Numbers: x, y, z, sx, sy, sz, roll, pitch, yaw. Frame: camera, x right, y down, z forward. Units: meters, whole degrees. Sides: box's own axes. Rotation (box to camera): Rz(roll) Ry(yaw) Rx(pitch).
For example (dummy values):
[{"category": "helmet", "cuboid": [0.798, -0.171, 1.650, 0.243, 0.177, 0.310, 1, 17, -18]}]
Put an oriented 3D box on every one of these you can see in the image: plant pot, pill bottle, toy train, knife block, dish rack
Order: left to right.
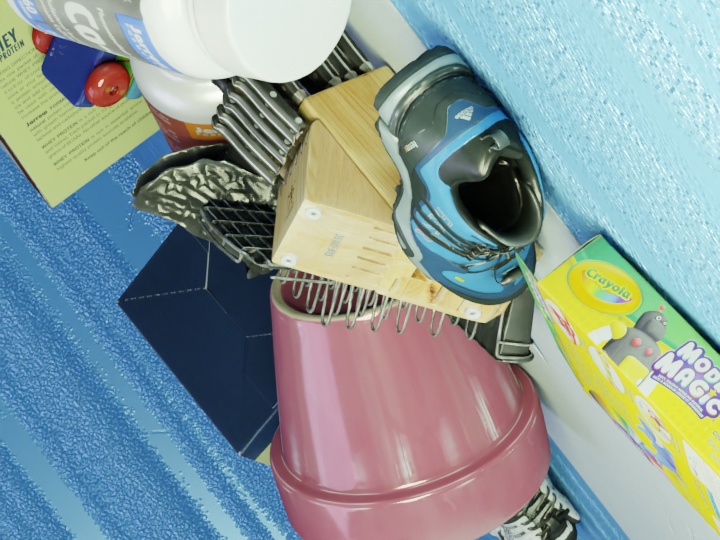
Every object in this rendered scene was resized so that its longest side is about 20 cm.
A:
[{"category": "toy train", "cuboid": [-0.137, -0.208, 1.768, 0.116, 0.200, 0.085, -3, -142, -48]}, {"category": "pill bottle", "cuboid": [-0.105, -0.171, 1.438, 0.200, 0.114, 0.114, 19, 151, 43]}, {"category": "pill bottle", "cuboid": [-0.093, -0.133, 1.724, 0.112, 0.112, 0.200, 50, 173, 24]}, {"category": "dish rack", "cuboid": [0.000, 0.000, 1.580, 0.200, 0.055, 0.153, 7, -166, -22]}, {"category": "knife block", "cuboid": [0.008, -0.075, 1.517, 0.200, 0.176, 0.064, 16, 141, -12]}, {"category": "plant pot", "cuboid": [0.020, 0.075, 1.789, 0.200, 0.200, 0.179, 42, 152, 59]}]

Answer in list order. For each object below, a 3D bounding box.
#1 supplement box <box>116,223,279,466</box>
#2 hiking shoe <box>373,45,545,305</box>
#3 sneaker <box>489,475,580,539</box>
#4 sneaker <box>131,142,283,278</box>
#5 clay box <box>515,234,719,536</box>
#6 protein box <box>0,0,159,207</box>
[{"category": "supplement box", "cuboid": [-0.047, 0.059, 2.042, 0.200, 0.134, 0.200, 25, -162, -51]}, {"category": "hiking shoe", "cuboid": [0.062, -0.029, 1.363, 0.087, 0.074, 0.200, 49, 172, 35]}, {"category": "sneaker", "cuboid": [0.139, 0.185, 2.040, 0.088, 0.076, 0.200, 35, 173, 13]}, {"category": "sneaker", "cuboid": [-0.043, -0.034, 1.687, 0.200, 0.104, 0.060, 32, -164, -17]}, {"category": "clay box", "cuboid": [0.160, 0.066, 1.297, 0.200, 0.048, 0.115, 50, 173, 36]}, {"category": "protein box", "cuboid": [-0.219, -0.199, 1.878, 0.135, 0.198, 0.200, 46, 170, 47]}]
